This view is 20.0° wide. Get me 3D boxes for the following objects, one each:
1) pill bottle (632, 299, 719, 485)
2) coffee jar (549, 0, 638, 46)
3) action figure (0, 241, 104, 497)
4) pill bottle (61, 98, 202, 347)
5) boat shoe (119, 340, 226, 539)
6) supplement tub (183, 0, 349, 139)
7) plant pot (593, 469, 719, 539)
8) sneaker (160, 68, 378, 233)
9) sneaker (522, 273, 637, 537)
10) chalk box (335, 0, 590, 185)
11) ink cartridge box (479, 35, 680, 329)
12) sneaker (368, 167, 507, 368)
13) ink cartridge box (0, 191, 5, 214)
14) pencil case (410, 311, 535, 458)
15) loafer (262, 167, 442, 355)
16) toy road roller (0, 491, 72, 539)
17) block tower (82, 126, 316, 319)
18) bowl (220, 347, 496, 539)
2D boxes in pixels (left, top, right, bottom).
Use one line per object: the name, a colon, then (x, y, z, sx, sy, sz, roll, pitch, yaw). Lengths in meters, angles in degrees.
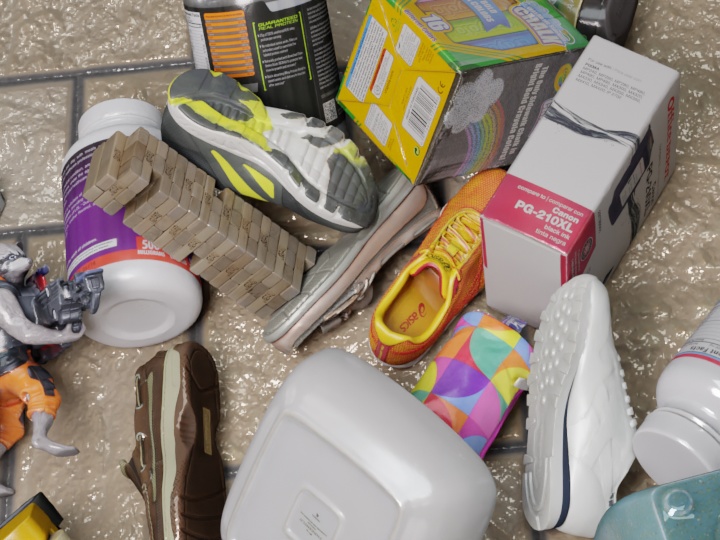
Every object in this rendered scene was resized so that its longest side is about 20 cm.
pill bottle: (0.299, 0.083, 1.580, 0.108, 0.109, 0.200, 31, 63, 24)
coffee jar: (0.146, -0.240, 1.822, 0.198, 0.086, 0.105, 13, 59, 16)
action figure: (-0.273, 0.062, 1.631, 0.104, 0.200, 0.195, 0, 67, -27)
pill bottle: (-0.196, -0.044, 1.732, 0.111, 0.113, 0.202, -10, 58, 2)
boat shoe: (-0.154, 0.160, 1.635, 0.074, 0.075, 0.204, -16, 56, 26)
supplement tub: (-0.083, -0.188, 1.741, 0.121, 0.202, 0.123, -8, 17, 3)
plant pot: (0.275, 0.232, 1.445, 0.194, 0.201, 0.198, -14, 58, -2)
sneaker: (-0.076, -0.091, 1.678, 0.199, 0.085, 0.075, 34, 57, -6)
sneaker: (0.176, 0.105, 1.583, 0.080, 0.076, 0.202, 7, 89, -15)
chalk box: (0.103, -0.169, 1.720, 0.199, 0.125, 0.124, -14, 49, -38)
ink cartridge box: (0.182, -0.067, 1.674, 0.084, 0.145, 0.201, 25, 65, 19)
sneaker: (0.077, -0.005, 1.686, 0.073, 0.077, 0.201, 30, 68, 6)
ink cartridge box: (-0.427, -0.007, 1.783, 0.172, 0.044, 0.201, 11, 61, 15)
pencil case: (0.069, 0.124, 1.611, 0.088, 0.089, 0.201, 27, 67, 22)
loafer: (0.000, 0.000, 1.707, 0.063, 0.072, 0.200, 44, 69, -15)
toy road roller: (-0.253, 0.261, 1.507, 0.146, 0.200, 0.123, -40, 95, -8)
block tower: (-0.128, -0.037, 1.661, 0.054, 0.199, 0.058, -35, 32, 36)
bowl: (-0.016, 0.180, 1.521, 0.200, 0.201, 0.074, 38, 26, 26)
